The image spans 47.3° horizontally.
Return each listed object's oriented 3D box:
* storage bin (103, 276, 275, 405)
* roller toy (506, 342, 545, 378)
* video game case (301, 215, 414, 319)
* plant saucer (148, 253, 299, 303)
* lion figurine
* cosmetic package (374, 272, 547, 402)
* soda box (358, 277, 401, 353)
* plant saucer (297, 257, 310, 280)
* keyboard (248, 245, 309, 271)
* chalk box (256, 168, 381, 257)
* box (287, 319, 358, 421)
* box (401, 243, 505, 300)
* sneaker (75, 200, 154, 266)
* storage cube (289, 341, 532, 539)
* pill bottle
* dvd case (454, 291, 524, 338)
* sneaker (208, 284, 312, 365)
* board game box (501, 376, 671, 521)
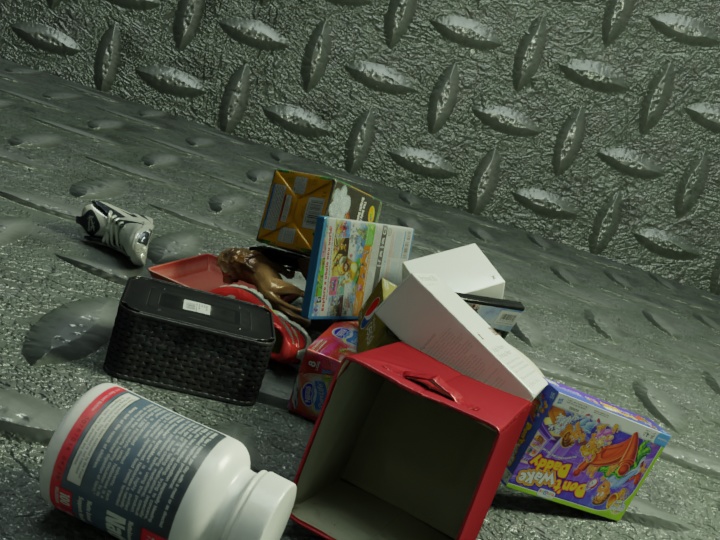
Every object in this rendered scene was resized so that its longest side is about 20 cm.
[{"bbox_3d":[-0.221,0.089,1.081,0.199,0.094,0.135,16,15,-13],"label":"storage bin"},{"bbox_3d":[0.153,0.178,1.123,0.200,0.140,0.182,7,30,-38],"label":"roller toy"},{"bbox_3d":[0.000,0.000,1.198,0.018,0.144,0.200,15,7,41],"label":"video game case"},{"bbox_3d":[-0.226,0.034,1.385,0.200,0.037,0.200,22,15,15],"label":"plant saucer"},{"bbox_3d":[-0.147,0.020,1.308,0.122,0.073,0.200,26,1,-34],"label":"lion figurine"},{"bbox_3d":[0.121,0.092,0.977,0.200,0.074,0.102,46,15,14],"label":"cosmetic package"},{"bbox_3d":[0.040,0.083,1.083,0.064,0.068,0.200,30,17,-11],"label":"soda box"},{"bbox_3d":[-0.009,0.017,1.352,0.200,0.035,0.200,10,-8,2],"label":"plant saucer"},{"bbox_3d":[-0.099,-0.012,1.435,0.200,0.021,0.127,16,-12,-25],"label":"keyboard"},{"bbox_3d":[-0.054,-0.078,1.363,0.124,0.125,0.200,13,-3,31],"label":"chalk box"},{"bbox_3d":[-0.016,0.138,1.143,0.099,0.096,0.200,20,15,10],"label":"box"},{"bbox_3d":[0.135,0.076,1.255,0.124,0.200,0.098,-14,43,-16],"label":"box"},{"bbox_3d":[-0.429,-0.067,1.423,0.129,0.080,0.199,13,16,-17],"label":"sneaker"},{"bbox_3d":[0.055,0.192,0.854,0.171,0.200,0.180,23,9,19],"label":"storage cube"},{"bbox_3d":[-0.165,0.190,0.727,0.200,0.120,0.120,21,15,12],"label":"pill bottle"},{"bbox_3d":[0.138,0.118,1.211,0.142,0.200,0.018,9,34,-32],"label":"dvd case"},{"bbox_3d":[-0.162,0.075,1.211,0.200,0.077,0.085,25,7,25],"label":"sneaker"},{"bbox_3d":[0.279,0.228,1.039,0.200,0.135,0.045,22,11,-26],"label":"board game box"}]
